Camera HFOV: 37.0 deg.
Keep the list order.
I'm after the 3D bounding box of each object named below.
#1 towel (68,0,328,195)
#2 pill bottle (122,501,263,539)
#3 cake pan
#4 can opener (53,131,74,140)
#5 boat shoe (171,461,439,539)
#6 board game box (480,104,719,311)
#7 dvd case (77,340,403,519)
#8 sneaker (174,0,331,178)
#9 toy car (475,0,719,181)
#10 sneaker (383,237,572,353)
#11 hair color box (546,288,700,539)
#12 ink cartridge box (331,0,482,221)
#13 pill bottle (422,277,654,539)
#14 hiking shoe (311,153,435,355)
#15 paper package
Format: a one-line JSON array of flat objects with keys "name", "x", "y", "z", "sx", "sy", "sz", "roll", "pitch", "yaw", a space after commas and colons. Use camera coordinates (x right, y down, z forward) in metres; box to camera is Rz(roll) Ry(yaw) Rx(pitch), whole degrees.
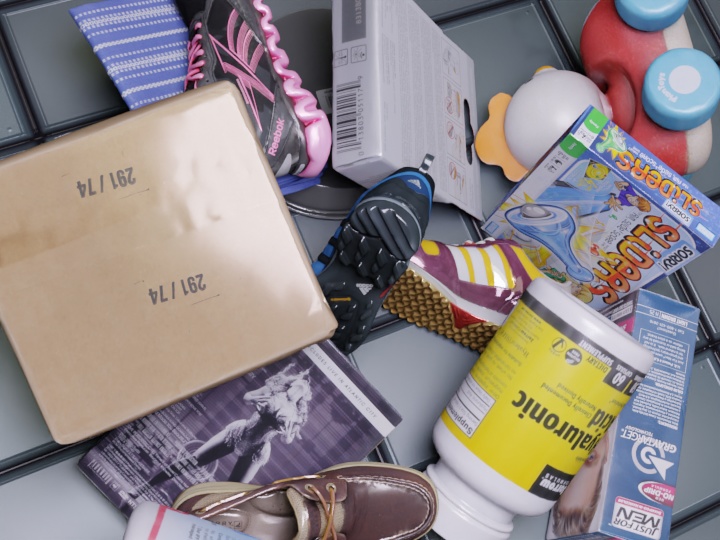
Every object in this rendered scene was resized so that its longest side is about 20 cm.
[{"name": "towel", "x": -0.125, "y": -0.138, "z": 0.861, "sx": 0.144, "sy": 0.024, "sz": 0.201, "roll": -24, "pitch": 77, "yaw": -43}, {"name": "pill bottle", "x": -0.069, "y": 0.231, "z": 0.695, "sx": 0.199, "sy": 0.109, "sz": 0.109, "roll": 21, "pitch": 68, "yaw": -7}, {"name": "cake pan", "x": -0.026, "y": -0.145, "z": 0.945, "sx": 0.199, "sy": 0.037, "sz": 0.202, "roll": 4, "pitch": 71, "yaw": -13}, {"name": "can opener", "x": -0.151, "y": -0.047, "z": 0.834, "sx": 0.199, "sy": 0.053, "sz": 0.067, "roll": 26, "pitch": 54, "yaw": -31}, {"name": "boat shoe", "x": -0.040, "y": 0.180, "z": 0.769, "sx": 0.198, "sy": 0.072, "sz": 0.073, "roll": -1, "pitch": 91, "yaw": -4}, {"name": "board game box", "x": 0.190, "y": -0.039, "z": 0.875, "sx": 0.135, "sy": 0.200, "sz": 0.035, "roll": 38, "pitch": 68, "yaw": 2}, {"name": "dvd case", "x": -0.089, "y": 0.127, "z": 0.809, "sx": 0.200, "sy": 0.016, "sz": 0.149, "roll": -44, "pitch": 95, "yaw": -3}, {"name": "sneaker", "x": -0.105, "y": -0.151, "z": 0.826, "sx": 0.095, "sy": 0.079, "sz": 0.201, "roll": -23, "pitch": 74, "yaw": -30}, {"name": "toy car", "x": 0.194, "y": -0.152, "z": 0.948, "sx": 0.199, "sy": 0.184, "sz": 0.178, "roll": -13, "pitch": 74, "yaw": 7}, {"name": "sneaker", "x": 0.086, "y": 0.005, "z": 0.911, "sx": 0.199, "sy": 0.075, "sz": 0.090, "roll": 29, "pitch": 59, "yaw": -9}, {"name": "hair color box", "x": 0.214, "y": 0.126, "z": 0.880, "sx": 0.060, "sy": 0.100, "sz": 0.201, "roll": 18, "pitch": 69, "yaw": -9}, {"name": "ink cartridge box", "x": 0.042, "y": -0.137, "z": 0.907, "sx": 0.057, "sy": 0.200, "sz": 0.164, "roll": -7, "pitch": 74, "yaw": 23}, {"name": "pill bottle", "x": 0.124, "y": 0.116, "z": 0.825, "sx": 0.111, "sy": 0.111, "sz": 0.201, "roll": 33, "pitch": 98, "yaw": -1}, {"name": "hiking shoe", "x": 0.000, "y": 0.000, "z": 0.830, "sx": 0.074, "sy": 0.200, "sz": 0.087, "roll": 40, "pitch": 45, "yaw": -4}, {"name": "paper package", "x": -0.141, "y": -0.008, "z": 0.726, "sx": 0.199, "sy": 0.103, "sz": 0.192, "roll": -23, "pitch": 94, "yaw": -6}]
